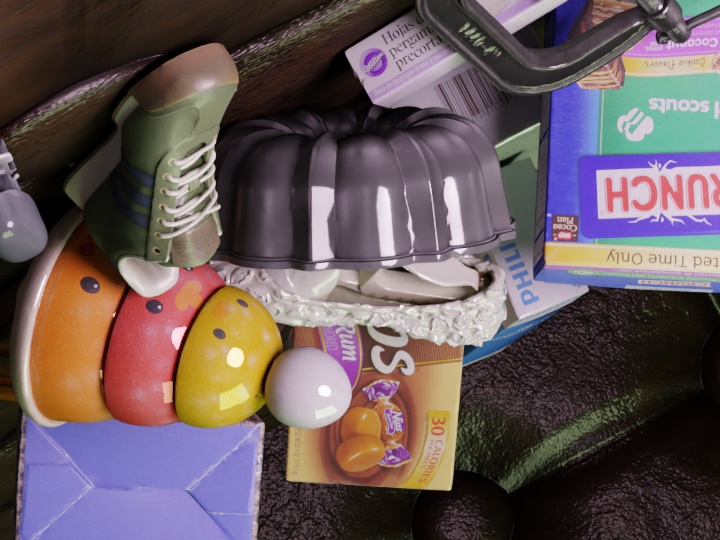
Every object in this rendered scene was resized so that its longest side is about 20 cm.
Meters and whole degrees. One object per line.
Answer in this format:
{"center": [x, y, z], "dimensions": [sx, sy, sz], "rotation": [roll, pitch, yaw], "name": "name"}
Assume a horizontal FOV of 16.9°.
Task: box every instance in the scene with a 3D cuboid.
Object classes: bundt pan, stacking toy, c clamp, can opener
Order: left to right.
{"center": [-0.194, -0.020, 1.271], "dimensions": [0.053, 0.067, 0.200], "rotation": [-27, 172, -7], "name": "can opener"}
{"center": [-0.096, 0.046, 1.452], "dimensions": [0.200, 0.146, 0.146], "rotation": [16, -174, 17], "name": "stacking toy"}
{"center": [-0.006, -0.056, 1.470], "dimensions": [0.202, 0.076, 0.202], "rotation": [-3, -168, 1], "name": "bundt pan"}
{"center": [0.129, -0.166, 1.403], "dimensions": [0.171, 0.027, 0.200], "rotation": [-31, 147, 24], "name": "c clamp"}

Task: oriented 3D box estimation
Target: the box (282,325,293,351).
{"center": [-0.005, -0.009, 1.745], "dimensions": [0.200, 0.035, 0.110], "rotation": [-60, 172, -68], "name": "box"}

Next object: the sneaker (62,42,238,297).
{"center": [-0.100, -0.048, 1.339], "dimensions": [0.067, 0.090, 0.200], "rotation": [-24, 172, -29], "name": "sneaker"}

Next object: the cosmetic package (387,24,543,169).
{"center": [0.082, -0.104, 1.671], "dimensions": [0.113, 0.081, 0.200], "rotation": [-27, 172, 3], "name": "cosmetic package"}

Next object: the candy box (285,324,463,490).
{"center": [0.012, 0.047, 1.629], "dimensions": [0.117, 0.200, 0.056], "rotation": [4, -153, 0], "name": "candy box"}

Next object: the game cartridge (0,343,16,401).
{"center": [-0.181, 0.073, 1.664], "dimensions": [0.176, 0.032, 0.200], "rotation": [5, 180, 30], "name": "game cartridge"}

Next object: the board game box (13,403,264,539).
{"center": [-0.157, 0.136, 1.662], "dimensions": [0.159, 0.097, 0.200], "rotation": [4, -178, -8], "name": "board game box"}

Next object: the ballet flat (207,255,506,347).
{"center": [0.000, 0.000, 1.535], "dimensions": [0.200, 0.072, 0.072], "rotation": [8, 164, -10], "name": "ballet flat"}

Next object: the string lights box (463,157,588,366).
{"center": [0.085, 0.001, 1.712], "dimensions": [0.059, 0.103, 0.200], "rotation": [-21, 173, -18], "name": "string lights box"}

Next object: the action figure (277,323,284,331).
{"center": [-0.104, -0.013, 1.677], "dimensions": [0.134, 0.149, 0.200], "rotation": [-69, 158, -7], "name": "action figure"}

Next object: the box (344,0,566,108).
{"center": [0.086, -0.164, 1.445], "dimensions": [0.200, 0.039, 0.041], "rotation": [-31, 171, 14], "name": "box"}

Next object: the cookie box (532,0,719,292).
{"center": [0.199, -0.090, 1.524], "dimensions": [0.171, 0.200, 0.075], "rotation": [3, 171, 1], "name": "cookie box"}
